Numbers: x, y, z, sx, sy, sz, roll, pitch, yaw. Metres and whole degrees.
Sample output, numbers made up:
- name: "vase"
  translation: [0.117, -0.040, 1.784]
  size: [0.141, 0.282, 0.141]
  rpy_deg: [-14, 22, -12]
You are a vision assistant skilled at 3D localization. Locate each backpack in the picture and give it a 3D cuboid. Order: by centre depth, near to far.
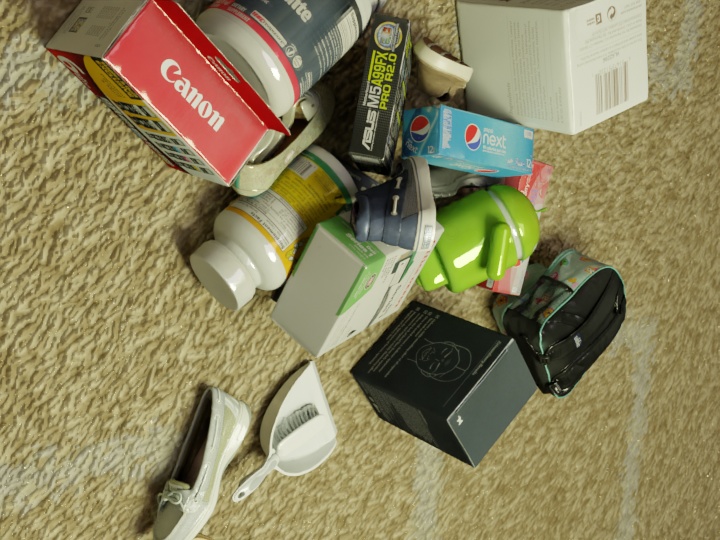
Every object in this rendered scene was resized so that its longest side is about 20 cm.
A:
- name: "backpack"
  translation: [0.313, 0.069, 1.603]
  size: [0.199, 0.153, 0.177]
  rpy_deg: [-38, 128, -14]

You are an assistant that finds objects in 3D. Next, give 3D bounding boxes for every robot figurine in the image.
- name: "robot figurine"
  translation: [0.160, -0.045, 1.433]
  size: [0.198, 0.175, 0.117]
  rpy_deg: [-26, 100, -5]

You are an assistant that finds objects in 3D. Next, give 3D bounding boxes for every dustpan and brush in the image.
- name: "dustpan and brush"
  translation: [-0.102, 0.229, 1.348]
  size: [0.199, 0.057, 0.141]
  rpy_deg: [-35, 124, -29]

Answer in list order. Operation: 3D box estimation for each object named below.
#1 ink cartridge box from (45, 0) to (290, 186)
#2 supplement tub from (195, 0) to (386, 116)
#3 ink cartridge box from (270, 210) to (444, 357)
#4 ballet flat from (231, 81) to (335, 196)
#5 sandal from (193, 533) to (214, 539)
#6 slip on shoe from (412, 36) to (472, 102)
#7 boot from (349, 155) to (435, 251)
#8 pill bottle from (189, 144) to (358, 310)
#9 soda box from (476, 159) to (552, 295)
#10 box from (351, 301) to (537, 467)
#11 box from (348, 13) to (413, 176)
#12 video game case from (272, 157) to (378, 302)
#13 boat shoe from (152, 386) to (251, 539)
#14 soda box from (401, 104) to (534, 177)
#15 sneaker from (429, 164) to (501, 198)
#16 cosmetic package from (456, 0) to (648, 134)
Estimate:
- name: "ink cartridge box"
  translation: [-0.194, -0.184, 1.059]
  size: [0.084, 0.175, 0.200]
  rpy_deg: [-55, 131, -13]
- name: "supplement tub"
  translation: [-0.076, -0.282, 1.156]
  size: [0.200, 0.140, 0.141]
  rpy_deg: [-48, 129, -20]
- name: "ink cartridge box"
  translation: [0.000, 0.000, 1.255]
  size: [0.199, 0.084, 0.147]
  rpy_deg: [-26, 150, -54]
- name: "ballet flat"
  translation: [-0.086, -0.168, 1.205]
  size: [0.201, 0.067, 0.063]
  rpy_deg: [-59, 163, -32]
- name: "sandal"
  translation: [-0.152, 0.398, 1.350]
  size: [0.211, 0.069, 0.078]
  rpy_deg: [29, 84, -43]
- name: "slip on shoe"
  translation: [0.100, -0.252, 1.325]
  size: [0.061, 0.076, 0.200]
  rpy_deg: [-56, 177, 13]
- name: "boot"
  translation: [0.033, -0.087, 1.203]
  size: [0.089, 0.200, 0.074]
  rpy_deg: [6, 113, -5]
- name: "pill bottle"
  translation: [-0.103, -0.049, 1.225]
  size: [0.200, 0.112, 0.113]
  rpy_deg: [-44, 128, -23]
- name: "soda box"
  translation: [0.220, -0.069, 1.539]
  size: [0.069, 0.063, 0.202]
  rpy_deg: [8, 98, -42]
- name: "box"
  translation: [0.114, 0.151, 1.420]
  size: [0.149, 0.199, 0.108]
  rpy_deg: [-46, 128, -20]
- name: "box"
  translation: [0.027, -0.204, 1.245]
  size: [0.200, 0.044, 0.162]
  rpy_deg: [-6, 106, -86]
- name: "video game case"
  translation: [-0.024, -0.029, 1.366]
  size: [0.142, 0.019, 0.202]
  rpy_deg: [27, 84, -43]
- name: "boat shoe"
  translation: [-0.204, 0.243, 1.258]
  size: [0.065, 0.074, 0.204]
  rpy_deg: [36, 75, -36]
- name: "soda box"
  translation: [0.144, -0.167, 1.357]
  size: [0.199, 0.067, 0.065]
  rpy_deg: [6, 86, -45]
- name: "sneaker"
  translation: [0.118, -0.151, 1.427]
  size: [0.199, 0.075, 0.092]
  rpy_deg: [-20, 110, -46]
- name: "cosmetic package"
  translation: [0.261, -0.300, 1.408]
  size: [0.166, 0.199, 0.168]
  rpy_deg: [-27, 121, -32]
